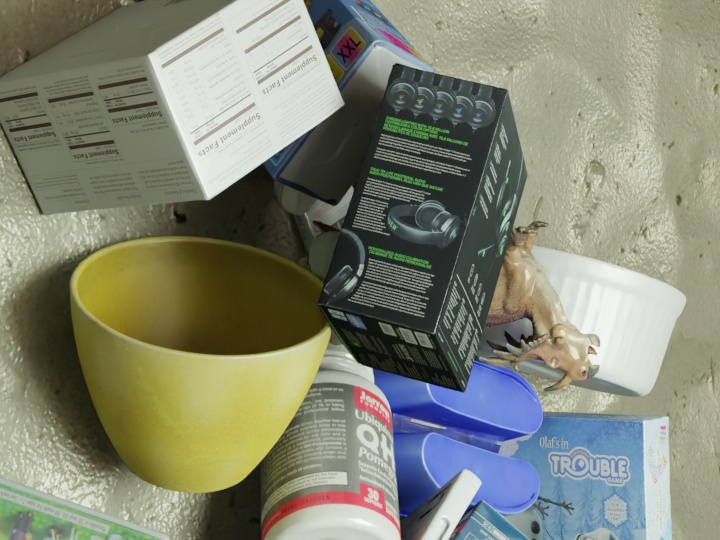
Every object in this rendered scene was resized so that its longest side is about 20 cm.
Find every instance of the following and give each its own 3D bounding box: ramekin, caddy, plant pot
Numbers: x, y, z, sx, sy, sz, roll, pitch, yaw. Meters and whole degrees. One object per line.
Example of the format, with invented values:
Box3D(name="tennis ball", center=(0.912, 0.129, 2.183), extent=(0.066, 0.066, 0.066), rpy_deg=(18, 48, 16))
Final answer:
Box3D(name="ramekin", center=(0.189, 0.047, 1.705), extent=(0.199, 0.199, 0.099), rpy_deg=(22, 81, -43))
Box3D(name="caddy", center=(0.071, 0.148, 1.640), extent=(0.199, 0.104, 0.143), rpy_deg=(22, 66, -42))
Box3D(name="plant pot", center=(-0.125, 0.081, 1.407), extent=(0.199, 0.199, 0.143), rpy_deg=(-16, 124, -44))

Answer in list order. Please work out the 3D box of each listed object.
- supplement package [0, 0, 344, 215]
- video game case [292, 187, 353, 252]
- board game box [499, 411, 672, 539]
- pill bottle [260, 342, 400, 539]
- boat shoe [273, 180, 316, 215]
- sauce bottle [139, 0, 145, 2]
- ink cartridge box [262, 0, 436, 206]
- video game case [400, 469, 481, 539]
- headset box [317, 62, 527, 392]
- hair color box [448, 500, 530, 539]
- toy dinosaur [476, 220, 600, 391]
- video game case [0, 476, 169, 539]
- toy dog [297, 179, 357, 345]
Box3D(name="supplement package", center=(-0.143, -0.128, 1.365), extent=(0.155, 0.199, 0.112), rpy_deg=(-38, 114, -38))
Box3D(name="video game case", center=(0.009, -0.028, 1.646), extent=(0.143, 0.018, 0.202), rpy_deg=(-36, 113, -41))
Box3D(name="board game box", center=(0.191, 0.230, 1.692), extent=(0.043, 0.199, 0.202), rpy_deg=(-1, 89, -44))
Box3D(name="pill bottle", center=(-0.026, 0.151, 1.498), extent=(0.111, 0.110, 0.201), rpy_deg=(39, 33, -37))
Box3D(name="boat shoe", center=(-0.044, -0.141, 1.563), extent=(0.072, 0.068, 0.202), rpy_deg=(72, 34, -68))
Box3D(name="sauce bottle", center=(-0.090, -0.226, 1.423), extent=(0.064, 0.199, 0.066), rpy_deg=(1, 88, -42))
Box3D(name="ink cartridge box", center=(-0.047, -0.165, 1.474), extent=(0.076, 0.200, 0.137), rpy_deg=(26, 109, -41))
Box3D(name="video game case", center=(0.016, 0.266, 1.529), extent=(0.023, 0.200, 0.183), rpy_deg=(36, 60, -2))
Box3D(name="headset box", center=(0.053, -0.034, 1.383), extent=(0.174, 0.092, 0.202), rpy_deg=(58, 48, -71))
Box3D(name="hair color box", center=(0.054, 0.292, 1.543), extent=(0.060, 0.100, 0.200), rpy_deg=(39, 55, 1))
Box3D(name="toy dinosaur", center=(0.109, 0.021, 1.603), extent=(0.085, 0.199, 0.137), rpy_deg=(1, 101, -47))
Box3D(name="video game case", center=(-0.253, 0.238, 1.289), extent=(0.198, 0.022, 0.184), rpy_deg=(20, 71, -5))
Box3D(name="toy dog", center=(0.000, 0.000, 1.536), extent=(0.200, 0.095, 0.133), rpy_deg=(40, 44, -47))
